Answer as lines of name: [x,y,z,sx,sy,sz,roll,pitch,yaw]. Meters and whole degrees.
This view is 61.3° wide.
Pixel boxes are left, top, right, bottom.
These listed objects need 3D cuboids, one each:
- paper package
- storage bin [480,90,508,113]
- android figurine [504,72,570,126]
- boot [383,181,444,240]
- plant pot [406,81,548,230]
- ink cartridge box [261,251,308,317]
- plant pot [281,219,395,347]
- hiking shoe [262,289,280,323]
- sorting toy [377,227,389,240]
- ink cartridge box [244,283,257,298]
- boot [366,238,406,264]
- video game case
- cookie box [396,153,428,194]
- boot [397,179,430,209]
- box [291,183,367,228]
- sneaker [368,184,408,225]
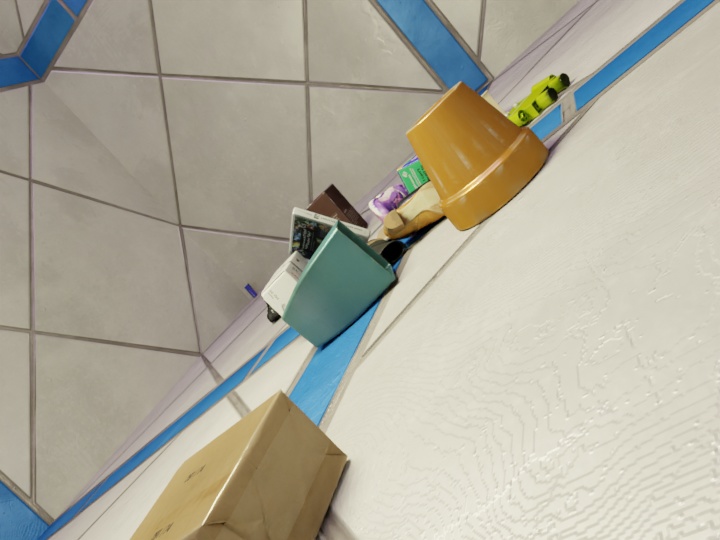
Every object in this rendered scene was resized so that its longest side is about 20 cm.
paper package: [-0.131,0.245,0.589,0.199,0.104,0.191,-38,11,28]
storage bin: [0.287,-0.385,1.722,0.199,0.094,0.200,-46,9,-9]
android figurine: [0.385,-0.376,1.395,0.182,0.041,0.199,-48,11,-25]
boot: [0.137,-0.126,1.272,0.199,0.072,0.144,-26,-8,7]
plant pot: [0.180,-0.204,1.024,0.200,0.184,0.200,-42,8,7]
ink cartridge box: [-0.136,0.051,1.406,0.083,0.146,0.200,-44,9,11]
plant pot: [-0.053,0.033,1.155,0.201,0.141,0.141,-50,7,8]
hiking shoe: [-0.303,0.109,2.076,0.076,0.101,0.200,-42,8,8]
sorting toy: [0.116,-0.134,1.525,0.200,0.036,0.185,-48,8,7]
ink cartridge box: [-0.710,0.131,3.931,0.037,0.095,0.200,-42,8,-5]
boot: [0.000,0.000,1.284,0.200,0.078,0.138,-47,14,-13]
video game case: [-0.078,-0.066,1.432,0.201,0.179,0.024,110,177,-63]
cookie box: [0.205,-0.272,1.454,0.198,0.076,0.171,-25,13,30]
boot: [0.154,-0.184,1.297,0.199,0.067,0.164,-30,-16,32]
box: [-0.102,-0.162,2.115,0.165,0.200,0.164,-39,9,18]
sneaker: [0.079,-0.166,1.486,0.088,0.081,0.200,-37,10,18]
